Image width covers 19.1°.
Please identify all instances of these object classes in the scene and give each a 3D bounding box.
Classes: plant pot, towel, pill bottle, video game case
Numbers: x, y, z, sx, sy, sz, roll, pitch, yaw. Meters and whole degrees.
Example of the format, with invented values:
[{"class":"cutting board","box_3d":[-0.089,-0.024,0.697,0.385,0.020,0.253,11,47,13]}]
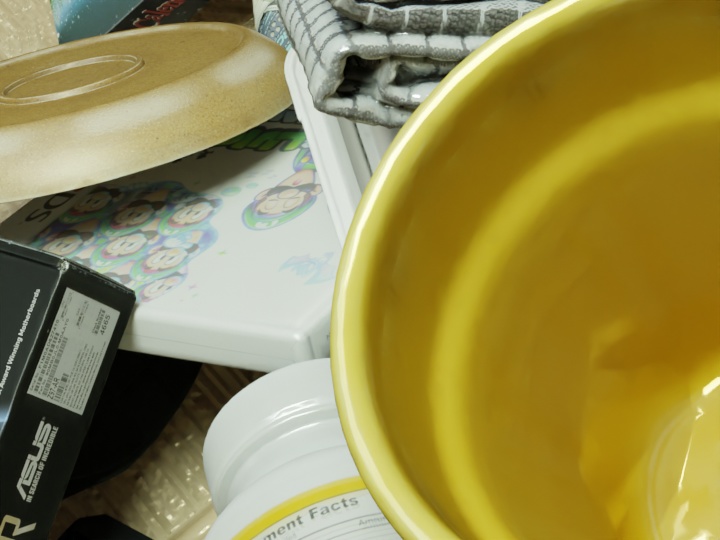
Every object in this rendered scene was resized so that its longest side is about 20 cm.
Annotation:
[{"class":"plant pot","box_3d":[0.115,0.040,0.643,0.200,0.189,0.202,-11,60,19]},{"class":"towel","box_3d":[0.071,-0.108,0.737,0.199,0.086,0.166,0,21,-9]},{"class":"pill bottle","box_3d":[0.007,0.128,0.695,0.112,0.112,0.201,-27,46,8]},{"class":"plant pot","box_3d":[-0.121,-0.072,0.917,0.199,0.028,0.200,-12,17,4]},{"class":"video game case","box_3d":[-0.047,-0.025,0.871,0.199,0.024,0.182,7,36,37]}]

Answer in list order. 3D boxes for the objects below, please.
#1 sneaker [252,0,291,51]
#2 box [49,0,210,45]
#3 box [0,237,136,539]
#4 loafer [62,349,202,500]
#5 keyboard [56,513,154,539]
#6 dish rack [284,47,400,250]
[{"class":"sneaker","box_3d":[0.041,-0.115,0.963,0.199,0.078,0.087,-16,55,30]},{"class":"box","box_3d":[-0.092,-0.199,1.033,0.200,0.038,0.137,-32,66,45]},{"class":"box","box_3d":[-0.185,0.079,0.817,0.160,0.043,0.201,15,81,38]},{"class":"loafer","box_3d":[-0.143,0.067,0.895,0.200,0.073,0.072,-43,21,-12]},{"class":"keyboard","box_3d":[-0.079,0.152,0.795,0.199,0.040,0.104,19,62,44]},{"class":"dish rack","box_3d":[0.071,-0.043,0.808,0.171,0.044,0.201,-3,47,-17]}]
